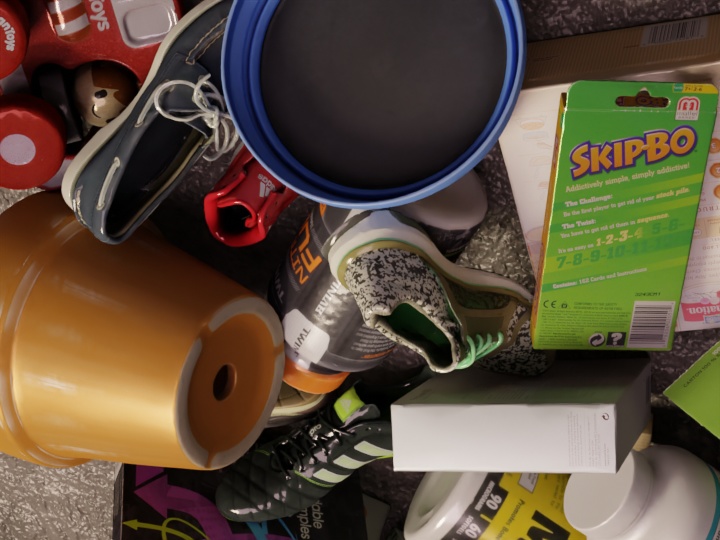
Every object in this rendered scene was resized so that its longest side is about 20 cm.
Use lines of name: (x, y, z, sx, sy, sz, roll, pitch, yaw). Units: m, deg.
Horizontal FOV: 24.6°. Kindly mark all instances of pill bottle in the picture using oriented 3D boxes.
pill bottle: (0.144, 0.214, 1.281, 0.200, 0.114, 0.114, 33, 126, -8)
pill bottle: (0.242, 0.199, 1.200, 0.200, 0.111, 0.111, 33, 127, -25)
pill bottle: (0.000, 0.000, 1.180, 0.106, 0.106, 0.200, 29, 126, -5)

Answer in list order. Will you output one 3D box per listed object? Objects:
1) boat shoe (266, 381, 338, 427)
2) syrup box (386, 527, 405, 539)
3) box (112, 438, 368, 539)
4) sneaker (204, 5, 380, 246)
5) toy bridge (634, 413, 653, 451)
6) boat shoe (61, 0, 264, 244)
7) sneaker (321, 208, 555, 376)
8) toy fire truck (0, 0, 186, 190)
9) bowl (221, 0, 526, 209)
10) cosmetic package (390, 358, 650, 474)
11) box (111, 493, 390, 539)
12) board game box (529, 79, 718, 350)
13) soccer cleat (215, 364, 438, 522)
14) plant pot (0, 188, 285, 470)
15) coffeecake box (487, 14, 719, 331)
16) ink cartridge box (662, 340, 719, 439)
boat shoe: (-0.113, 0.097, 1.299, 0.200, 0.072, 0.066, -2, 148, 21)
syrup box: (0.049, 0.269, 1.289, 0.081, 0.200, 0.079, 31, 89, -5)
box: (-0.092, 0.188, 1.277, 0.199, 0.143, 0.036, 12, 128, -17)
sneaker: (-0.039, -0.087, 1.125, 0.078, 0.116, 0.200, 31, 126, -6)
toy bridge: (0.295, 0.151, 1.248, 0.199, 0.027, 0.067, 7, 126, 10)
boat shoe: (-0.123, -0.105, 1.118, 0.200, 0.062, 0.075, -47, 138, 0)
sneaker: (0.057, 0.041, 1.092, 0.200, 0.089, 0.077, 28, 128, -34)
toy fire truck: (-0.196, -0.154, 1.140, 0.167, 0.112, 0.201, -13, 122, 2)
bowl: (0.010, -0.137, 1.059, 0.200, 0.039, 0.202, -2, 83, 15)
cosmetic package: (0.119, 0.099, 1.158, 0.150, 0.200, 0.052, 1, 96, 17)
box: (-0.094, 0.222, 1.347, 0.199, 0.125, 0.098, 24, 127, 0)
board game box: (0.166, -0.035, 1.053, 0.095, 0.030, 0.201, 1, 126, -4)
soccer cleat: (-0.021, 0.127, 1.252, 0.199, 0.068, 0.081, -23, 140, -12)
plant pot: (-0.162, 0.057, 1.175, 0.183, 0.200, 0.201, 15, 129, 32)
coffeecake box: (0.185, -0.057, 1.109, 0.153, 0.073, 0.201, -6, 121, 19)
ink cartridge box: (0.325, 0.104, 1.120, 0.148, 0.076, 0.200, -44, 124, 14)
